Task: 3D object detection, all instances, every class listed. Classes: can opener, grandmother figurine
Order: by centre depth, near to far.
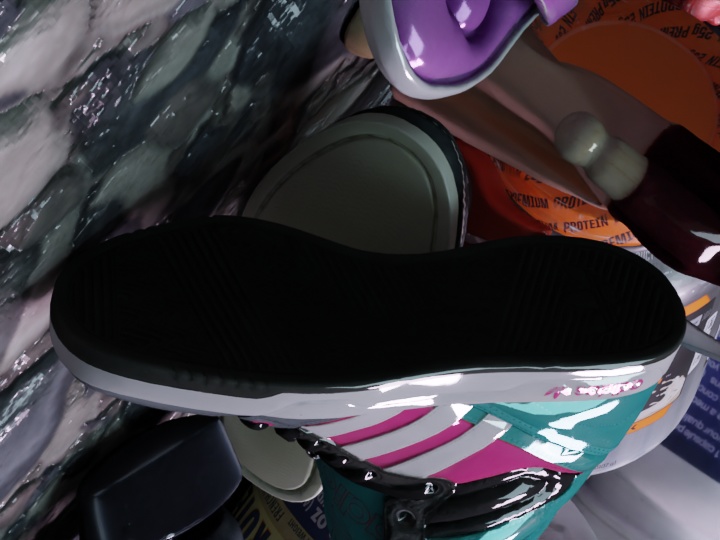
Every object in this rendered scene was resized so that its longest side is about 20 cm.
[{"bbox_3d":[0.092,-0.030,0.965,0.061,0.200,0.121,-58,163,23],"label":"grandmother figurine"},{"bbox_3d":[-0.111,0.121,1.013,0.063,0.079,0.200,-11,-163,47],"label":"can opener"}]

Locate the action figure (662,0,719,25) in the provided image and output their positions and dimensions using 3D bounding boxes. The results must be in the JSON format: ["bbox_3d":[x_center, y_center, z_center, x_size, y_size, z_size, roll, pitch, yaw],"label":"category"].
[{"bbox_3d":[0.134,-0.111,1.166,0.099,0.065,0.200,-40,163,-17],"label":"action figure"}]

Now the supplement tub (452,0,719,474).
[{"bbox_3d":[0.086,-0.012,1.135,0.123,0.122,0.200,-45,163,-23],"label":"supplement tub"}]

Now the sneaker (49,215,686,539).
[{"bbox_3d":[-0.007,0.047,0.937,0.198,0.084,0.121,3,134,-17],"label":"sneaker"}]

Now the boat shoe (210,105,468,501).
[{"bbox_3d":[0.002,0.002,1.018,0.066,0.074,0.200,-46,162,-38],"label":"boat shoe"}]

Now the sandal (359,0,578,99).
[{"bbox_3d":[0.054,-0.110,0.904,0.203,0.049,0.083,-39,118,-59],"label":"sandal"}]

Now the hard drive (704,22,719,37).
[{"bbox_3d":[0.150,-0.046,1.284,0.201,0.027,0.132,-55,-155,13],"label":"hard drive"}]

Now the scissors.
[{"bbox_3d":[0.061,-0.009,0.998,0.014,0.200,0.074,-1,93,-32],"label":"scissors"}]

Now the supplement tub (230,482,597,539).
[{"bbox_3d":[-0.008,0.159,1.205,0.201,0.144,0.144,-56,164,15],"label":"supplement tub"}]

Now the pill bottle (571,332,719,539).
[{"bbox_3d":[0.168,0.058,1.315,0.201,0.119,0.120,-58,164,6],"label":"pill bottle"}]
